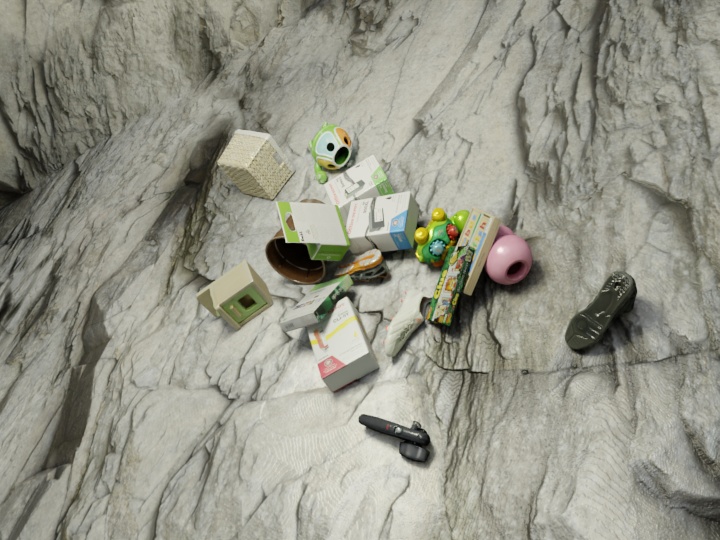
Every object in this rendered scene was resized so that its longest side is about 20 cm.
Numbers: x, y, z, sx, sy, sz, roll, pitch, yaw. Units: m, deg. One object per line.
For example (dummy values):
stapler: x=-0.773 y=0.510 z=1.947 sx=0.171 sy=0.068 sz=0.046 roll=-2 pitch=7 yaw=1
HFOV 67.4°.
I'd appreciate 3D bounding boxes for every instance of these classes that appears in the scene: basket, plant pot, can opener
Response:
basket: x=-0.386 y=-0.390 z=2.005 sx=0.196 sy=0.199 sz=0.164 roll=16 pitch=67 yaw=36
plant pot: x=-0.168 y=-0.099 z=1.671 sx=0.195 sy=0.203 sz=0.201 roll=-2 pitch=45 yaw=27
can opener: x=0.075 y=0.370 z=1.246 sx=0.196 sy=0.064 sz=0.080 roll=13 pitch=63 yaw=35

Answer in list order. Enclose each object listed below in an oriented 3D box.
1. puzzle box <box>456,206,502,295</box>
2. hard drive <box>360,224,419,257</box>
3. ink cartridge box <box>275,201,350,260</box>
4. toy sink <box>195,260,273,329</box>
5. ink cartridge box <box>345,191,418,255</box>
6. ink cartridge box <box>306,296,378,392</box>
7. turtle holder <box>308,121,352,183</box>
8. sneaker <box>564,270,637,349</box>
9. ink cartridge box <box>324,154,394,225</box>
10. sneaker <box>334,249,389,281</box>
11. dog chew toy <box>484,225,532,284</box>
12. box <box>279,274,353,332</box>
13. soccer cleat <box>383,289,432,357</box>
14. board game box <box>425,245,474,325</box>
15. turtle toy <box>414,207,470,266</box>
puzzle box: x=0.285 y=-0.054 z=1.382 sx=0.133 sy=0.025 sz=0.205 roll=-129 pitch=57 yaw=-69
hard drive: x=0.078 y=-0.110 z=1.631 sx=0.196 sy=0.043 sz=0.137 roll=-29 pitch=47 yaw=6
ink cartridge box: x=-0.143 y=-0.112 z=1.516 sx=0.076 sy=0.195 sz=0.151 roll=-53 pitch=46 yaw=45
toy sink: x=-0.391 y=0.093 z=1.676 sx=0.197 sy=0.131 sz=0.113 roll=-33 pitch=46 yaw=0
ink cartridge box: x=0.060 y=-0.136 z=1.572 sx=0.195 sy=0.085 sz=0.148 roll=-6 pitch=53 yaw=26
ink cartridge box: x=-0.054 y=0.194 z=1.440 sx=0.143 sy=0.084 sz=0.202 roll=-29 pitch=46 yaw=5
turtle holder: x=-0.110 y=-0.418 z=1.908 sx=0.184 sy=0.142 sz=0.132 roll=-38 pitch=47 yaw=-6
sneaker: x=0.542 y=0.097 z=1.201 sx=0.076 sy=0.113 sz=0.202 roll=44 pitch=110 yaw=39
ink cartridge box: x=-0.006 y=-0.262 z=1.767 sx=0.197 sy=0.085 sz=0.147 roll=-30 pitch=46 yaw=5
sneaker: x=0.000 y=0.000 z=1.573 sx=0.197 sy=0.077 sz=0.079 roll=-10 pitch=43 yaw=46
dog chew toy: x=0.356 y=-0.057 z=1.388 sx=0.122 sy=0.126 sz=0.202 roll=-29 pitch=39 yaw=5
box: x=-0.121 y=0.090 z=1.511 sx=0.142 sy=0.037 sz=0.200 roll=-19 pitch=20 yaw=39
soccer cleat: x=0.122 y=0.136 z=1.402 sx=0.076 sy=0.070 sz=0.203 roll=11 pitch=58 yaw=31
board game box: x=0.227 y=0.036 z=1.374 sx=0.205 sy=0.023 sz=0.104 roll=-71 pitch=16 yaw=-7
turtle toy: x=0.230 y=-0.095 z=1.483 sx=0.100 sy=0.147 sz=0.201 roll=37 pitch=76 yaw=22
